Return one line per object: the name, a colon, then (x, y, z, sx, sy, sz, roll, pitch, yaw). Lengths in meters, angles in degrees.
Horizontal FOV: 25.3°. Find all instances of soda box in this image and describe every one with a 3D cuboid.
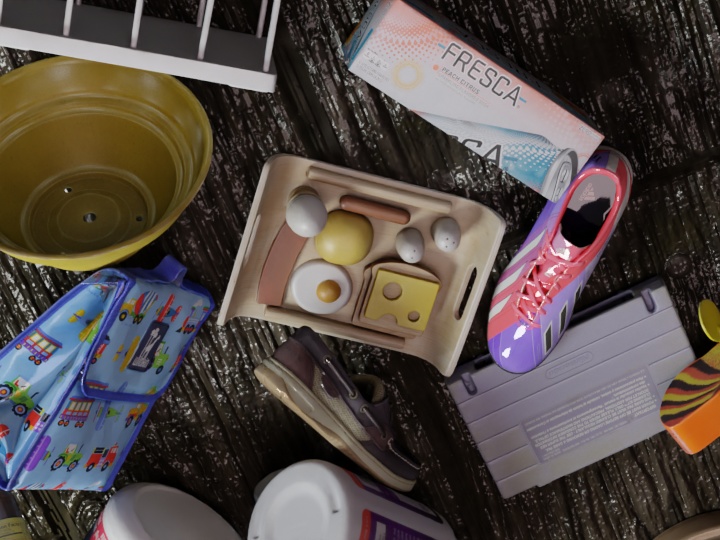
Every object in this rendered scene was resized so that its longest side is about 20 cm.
soda box: (0.085, -0.136, 1.226, 0.200, 0.064, 0.068, 31, 106, -16)

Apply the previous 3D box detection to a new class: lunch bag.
lunch bag: (-0.202, 0.067, 1.238, 0.094, 0.151, 0.200, 42, 99, 21)

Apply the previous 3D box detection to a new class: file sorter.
file sorter: (-0.151, -0.215, 1.133, 0.199, 0.139, 0.125, 10, 108, -9)

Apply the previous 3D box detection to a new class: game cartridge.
game cartridge: (0.185, 0.101, 1.351, 0.200, 0.038, 0.130, -25, 116, 5)

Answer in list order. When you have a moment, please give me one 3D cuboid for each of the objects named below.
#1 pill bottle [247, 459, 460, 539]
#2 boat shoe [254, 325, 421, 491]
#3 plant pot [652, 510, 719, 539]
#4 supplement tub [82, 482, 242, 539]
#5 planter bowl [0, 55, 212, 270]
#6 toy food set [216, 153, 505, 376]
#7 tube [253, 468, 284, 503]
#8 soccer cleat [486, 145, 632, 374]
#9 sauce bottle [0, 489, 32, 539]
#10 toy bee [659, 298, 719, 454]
pill bottle: (0.011, 0.235, 1.321, 0.111, 0.112, 0.200, -47, 135, 13)
boat shoe: (-0.004, 0.114, 1.302, 0.065, 0.072, 0.200, -50, 128, -3)
plant pot: (0.332, 0.321, 1.424, 0.200, 0.093, 0.201, -2, 112, -4)
supplement tub: (-0.192, 0.291, 1.335, 0.140, 0.140, 0.200, 30, 106, -16)
planter bowl: (-0.205, -0.062, 1.188, 0.200, 0.201, 0.084, -6, 142, -3)
toy food set: (0.000, 0.000, 1.276, 0.199, 0.060, 0.144, 14, 110, -10)
tube: (-0.039, 0.264, 1.393, 0.077, 0.050, 0.200, -19, 117, 0)
soccer cleat: (0.154, -0.005, 1.270, 0.068, 0.073, 0.200, 28, 104, 4)
sauce bottle: (-0.296, 0.220, 1.287, 0.065, 0.065, 0.200, -29, 70, 7)
toy bee: (0.334, 0.068, 1.312, 0.199, 0.109, 0.131, -15, 118, 6)
